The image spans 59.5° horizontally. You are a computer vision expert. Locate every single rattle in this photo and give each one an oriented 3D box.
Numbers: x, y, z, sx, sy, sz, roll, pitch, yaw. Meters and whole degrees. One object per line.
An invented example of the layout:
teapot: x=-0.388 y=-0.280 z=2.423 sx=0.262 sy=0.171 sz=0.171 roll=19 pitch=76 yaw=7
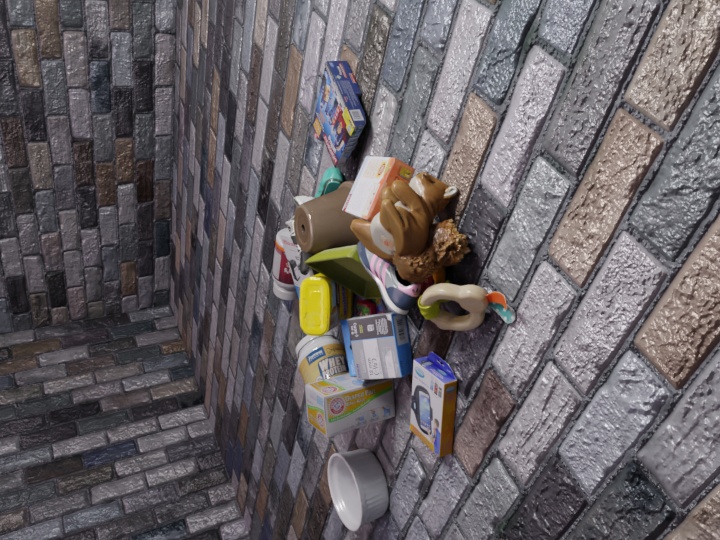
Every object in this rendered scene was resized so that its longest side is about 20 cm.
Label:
rattle: x=0.213 y=0.033 z=1.191 sx=0.198 sy=0.143 sz=0.131 roll=-25 pitch=108 yaw=46

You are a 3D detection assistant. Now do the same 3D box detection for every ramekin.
ramekin: x=-0.005 y=0.585 z=1.704 sx=0.199 sy=0.096 sz=0.206 roll=27 pitch=122 yaw=56

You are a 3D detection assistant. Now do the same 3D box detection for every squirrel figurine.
squirrel figurine: x=0.117 y=-0.088 z=1.208 sx=0.201 sy=0.186 sz=0.141 roll=51 pitch=148 yaw=0

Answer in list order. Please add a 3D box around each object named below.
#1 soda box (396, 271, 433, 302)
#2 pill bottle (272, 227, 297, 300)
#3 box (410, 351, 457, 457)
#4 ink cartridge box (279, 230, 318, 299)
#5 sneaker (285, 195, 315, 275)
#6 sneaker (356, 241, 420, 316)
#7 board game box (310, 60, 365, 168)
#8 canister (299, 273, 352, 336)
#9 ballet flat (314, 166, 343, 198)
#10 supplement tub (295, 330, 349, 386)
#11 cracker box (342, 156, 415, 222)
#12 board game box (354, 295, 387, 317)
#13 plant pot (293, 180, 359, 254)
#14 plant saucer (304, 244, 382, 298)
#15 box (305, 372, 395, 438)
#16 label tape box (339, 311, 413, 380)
soda box: x=0.104 y=-0.035 z=1.335 sx=0.063 sy=0.069 sz=0.205 roll=-5 pitch=94 yaw=61
pill bottle: x=-0.211 y=-0.018 z=1.903 sx=0.110 sy=0.107 sz=0.203 roll=51 pitch=141 yaw=43
box: x=0.156 y=0.283 z=1.364 sx=0.119 sy=0.041 sz=0.205 roll=32 pitch=127 yaw=56
ink cartridge box: x=-0.139 y=-0.016 z=1.751 sx=0.144 sy=0.082 sz=0.204 roll=16 pitch=125 yaw=61
sneaker: x=-0.154 y=-0.092 z=1.615 sx=0.074 sy=0.086 sz=0.205 roll=171 pitch=105 yaw=-69
sneaker: x=0.063 y=-0.007 z=1.293 sx=0.083 sy=0.069 sz=0.202 roll=-53 pitch=54 yaw=31
board game box: x=-0.056 y=-0.366 z=1.551 sx=0.204 sy=0.060 sz=0.201 roll=69 pitch=151 yaw=22
canister: x=-0.085 y=0.076 z=1.587 sx=0.200 sy=0.084 sz=0.153 roll=-24 pitch=-65 yaw=-74
ballet flat: x=-0.089 y=-0.202 z=1.678 sx=0.201 sy=0.066 sz=0.072 roll=122 pitch=155 yaw=-52
supplement tub: x=-0.088 y=0.280 z=1.720 sx=0.202 sy=0.142 sz=0.146 roll=61 pitch=146 yaw=32
cracker box: x=0.035 y=-0.169 z=1.342 sx=0.136 sy=0.057 sz=0.200 roll=-65 pitch=20 yaw=3
board game box: x=0.017 y=0.133 z=1.583 sx=0.203 sy=0.038 sz=0.159 roll=65 pitch=149 yaw=28
plant pot: x=-0.065 y=-0.109 z=1.528 sx=0.199 sy=0.171 sz=0.205 roll=31 pitch=127 yaw=56
plant saucer: x=0.000 y=0.000 z=1.443 sx=0.198 sy=0.198 sz=0.049 roll=-6 pitch=58 yaw=55
box: x=-0.025 y=0.320 z=1.550 sx=0.112 sy=0.196 sz=0.104 roll=14 pitch=111 yaw=60
label tape box: x=0.023 y=0.180 z=1.486 sx=0.197 sy=0.066 sz=0.147 roll=-11 pitch=88 yaw=36
